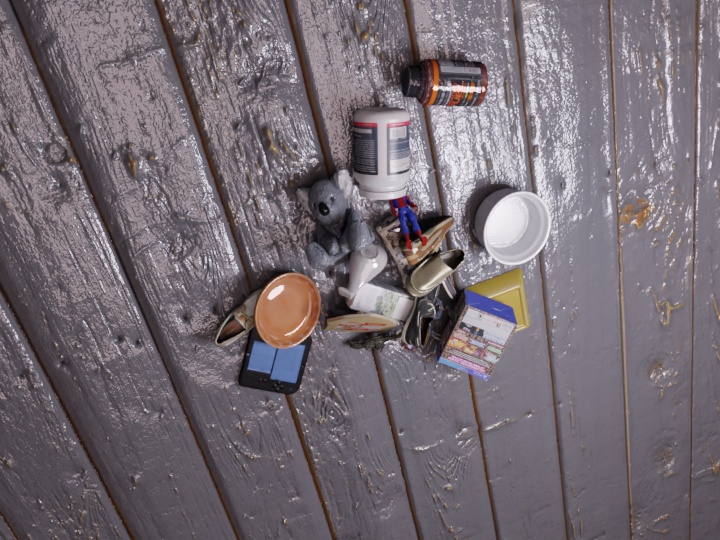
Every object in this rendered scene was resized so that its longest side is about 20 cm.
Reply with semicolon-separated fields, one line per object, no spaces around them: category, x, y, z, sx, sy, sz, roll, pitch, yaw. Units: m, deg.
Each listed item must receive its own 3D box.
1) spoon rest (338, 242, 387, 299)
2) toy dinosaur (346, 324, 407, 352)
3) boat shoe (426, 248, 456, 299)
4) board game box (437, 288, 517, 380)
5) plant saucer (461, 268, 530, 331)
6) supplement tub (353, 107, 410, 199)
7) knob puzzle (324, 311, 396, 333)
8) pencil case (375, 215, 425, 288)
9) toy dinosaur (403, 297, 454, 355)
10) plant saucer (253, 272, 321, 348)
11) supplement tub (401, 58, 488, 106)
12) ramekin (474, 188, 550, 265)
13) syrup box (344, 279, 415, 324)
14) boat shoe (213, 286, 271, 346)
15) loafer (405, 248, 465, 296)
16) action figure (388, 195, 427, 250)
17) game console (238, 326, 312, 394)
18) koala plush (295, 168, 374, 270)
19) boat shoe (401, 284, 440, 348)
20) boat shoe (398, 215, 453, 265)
spoon rest;0.000;0.000;1.432;0.098;0.201;0.061;26;143;10
toy dinosaur;0.061;0.196;1.553;0.197;0.048;0.088;-21;159;22
boat shoe;0.229;-0.015;1.526;0.062;0.073;0.202;-29;108;-1
board game box;0.327;0.183;1.568;0.156;0.097;0.203;21;116;-3
plant saucer;0.412;0.121;1.632;0.196;0.049;0.204;-19;113;-5
supplement tub;0.052;-0.288;1.345;0.137;0.141;0.205;-5;111;-11
knob puzzle;0.005;0.132;1.479;0.215;0.220;0.031;5;72;-15
pencil case;0.111;-0.055;1.475;0.090;0.077;0.202;-50;121;-37
toy dinosaur;0.184;0.149;1.589;0.104;0.204;0.181;17;139;-40
plant saucer;-0.195;0.102;1.452;0.197;0.037;0.205;-11;108;-35
supplement tub;0.202;-0.455;1.339;0.195;0.107;0.109;-2;111;-12
ramekin;0.410;-0.127;1.513;0.196;0.098;0.205;-5;111;-12
syrup box;0.062;0.080;1.514;0.196;0.082;0.080;17;102;-18
boat shoe;-0.303;0.126;1.443;0.075;0.068;0.200;43;94;-5
loafer;0.197;-0.005;1.436;0.199;0.068;0.076;-35;78;-25
action figure;0.113;-0.143;1.390;0.064;0.202;0.052;-18;140;-1
game console;-0.236;0.245;1.532;0.173;0.031;0.204;12;106;-18
koala plush;-0.069;-0.136;1.376;0.175;0.184;0.203;-23;98;18
boat shoe;0.177;0.108;1.473;0.071;0.067;0.204;24;84;-41
boat shoe;0.174;-0.080;1.442;0.199;0.075;0.075;-34;115;-34
